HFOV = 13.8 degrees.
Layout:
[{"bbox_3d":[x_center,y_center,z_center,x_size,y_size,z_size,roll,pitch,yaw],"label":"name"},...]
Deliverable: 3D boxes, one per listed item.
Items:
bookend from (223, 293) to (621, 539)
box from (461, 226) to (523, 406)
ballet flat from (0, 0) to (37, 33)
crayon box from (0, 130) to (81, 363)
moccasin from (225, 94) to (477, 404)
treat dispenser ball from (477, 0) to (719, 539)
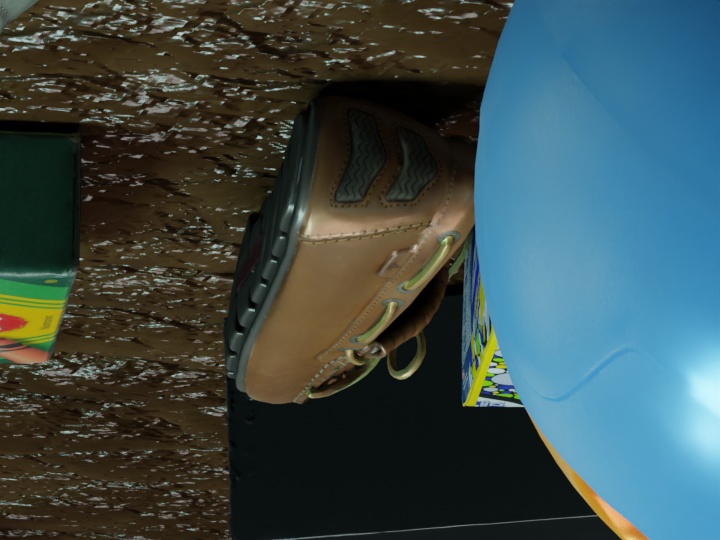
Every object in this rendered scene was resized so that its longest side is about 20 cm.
[{"bbox_3d":[0.065,0.074,1.220,0.199,0.093,0.199,-6,166,13],"label":"bookend"},{"bbox_3d":[0.074,-0.006,0.975,0.070,0.065,0.200,0,166,-2],"label":"box"},{"bbox_3d":[-0.150,-0.059,0.768,0.199,0.064,0.067,-7,164,23],"label":"ballet flat"},{"bbox_3d":[-0.196,-0.009,0.981,0.199,0.051,0.127,2,165,-9],"label":"crayon box"},{"bbox_3d":[0.000,-0.002,0.990,0.077,0.074,0.201,11,154,-8],"label":"moccasin"},{"bbox_3d":[0.125,-0.016,0.643,0.200,0.202,0.201,-1,165,0],"label":"treat dispenser ball"}]
